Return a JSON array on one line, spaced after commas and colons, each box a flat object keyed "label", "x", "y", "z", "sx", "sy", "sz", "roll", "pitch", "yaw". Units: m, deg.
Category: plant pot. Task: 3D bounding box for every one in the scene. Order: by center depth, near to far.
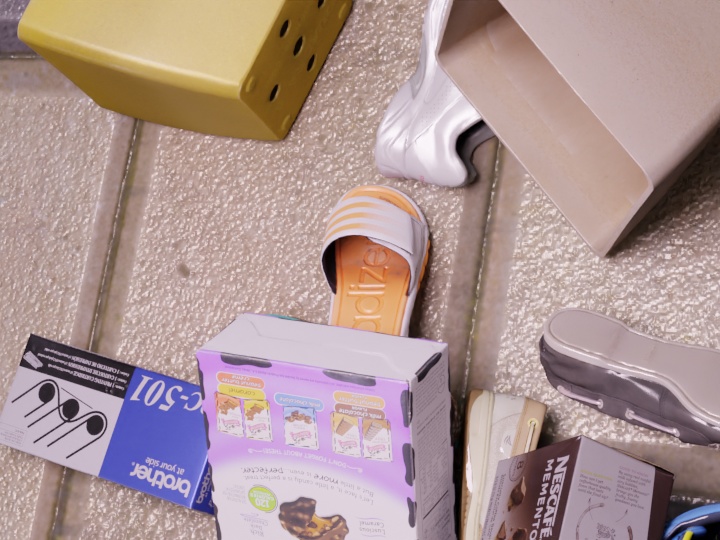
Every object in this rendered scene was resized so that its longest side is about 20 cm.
[{"label": "plant pot", "x": 0.190, "y": -0.158, "z": 1.356, "sx": 0.177, "sy": 0.200, "sz": 0.200, "roll": -36, "pitch": 81, "yaw": -11}, {"label": "plant pot", "x": -0.123, "y": -0.212, "z": 1.534, "sx": 0.176, "sy": 0.200, "sz": 0.201, "roll": 25, "pitch": 84, "yaw": 18}]

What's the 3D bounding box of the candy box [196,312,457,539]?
[{"label": "candy box", "x": -0.021, "y": 0.143, "z": 1.372, "sx": 0.167, "sy": 0.072, "sz": 0.201, "roll": 8, "pitch": 115, "yaw": 25}]

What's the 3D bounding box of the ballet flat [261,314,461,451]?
[{"label": "ballet flat", "x": -0.008, "y": 0.094, "z": 1.444, "sx": 0.200, "sy": 0.065, "sz": 0.071, "roll": 27, "pitch": 72, "yaw": 31}]

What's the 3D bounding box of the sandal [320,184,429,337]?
[{"label": "sandal", "x": 0.008, "y": 0.000, "z": 1.437, "sx": 0.079, "sy": 0.059, "sz": 0.207, "roll": -4, "pitch": 48, "yaw": 9}]

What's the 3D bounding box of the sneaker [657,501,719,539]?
[{"label": "sneaker", "x": 0.204, "y": 0.196, "z": 1.287, "sx": 0.200, "sy": 0.078, "sz": 0.066, "roll": -28, "pitch": 63, "yaw": 37}]

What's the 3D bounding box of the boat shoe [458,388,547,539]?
[{"label": "boat shoe", "x": 0.103, "y": 0.184, "z": 1.362, "sx": 0.066, "sy": 0.074, "sz": 0.201, "roll": 2, "pitch": 79, "yaw": 2}]

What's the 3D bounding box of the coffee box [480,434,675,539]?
[{"label": "coffee box", "x": 0.128, "y": 0.221, "z": 1.265, "sx": 0.113, "sy": 0.080, "sz": 0.201, "roll": -29, "pitch": 41, "yaw": 60}]

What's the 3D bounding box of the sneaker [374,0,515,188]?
[{"label": "sneaker", "x": 0.091, "y": -0.152, "z": 1.486, "sx": 0.099, "sy": 0.078, "sz": 0.201, "roll": 21, "pitch": 91, "yaw": 21}]

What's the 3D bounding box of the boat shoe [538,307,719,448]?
[{"label": "boat shoe", "x": 0.218, "y": 0.086, "z": 1.360, "sx": 0.199, "sy": 0.057, "sz": 0.067, "roll": 24, "pitch": 48, "yaw": 25}]

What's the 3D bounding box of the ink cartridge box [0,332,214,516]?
[{"label": "ink cartridge box", "x": -0.191, "y": 0.121, "z": 1.530, "sx": 0.199, "sy": 0.044, "sz": 0.094, "roll": 14, "pitch": 81, "yaw": 27}]
